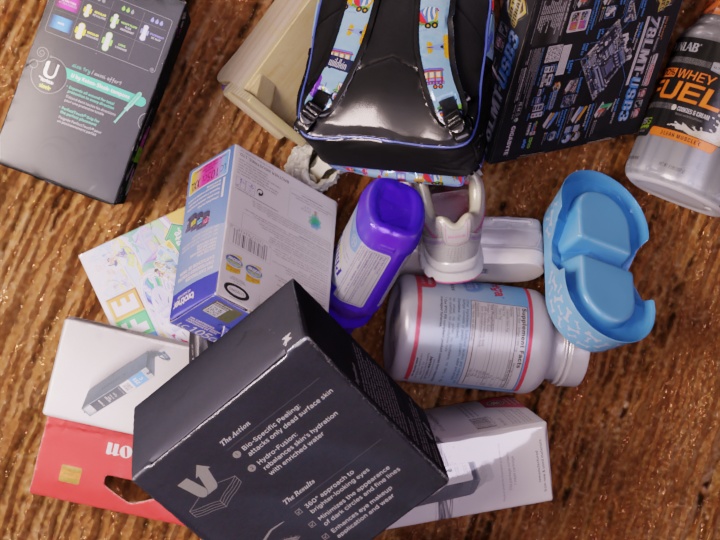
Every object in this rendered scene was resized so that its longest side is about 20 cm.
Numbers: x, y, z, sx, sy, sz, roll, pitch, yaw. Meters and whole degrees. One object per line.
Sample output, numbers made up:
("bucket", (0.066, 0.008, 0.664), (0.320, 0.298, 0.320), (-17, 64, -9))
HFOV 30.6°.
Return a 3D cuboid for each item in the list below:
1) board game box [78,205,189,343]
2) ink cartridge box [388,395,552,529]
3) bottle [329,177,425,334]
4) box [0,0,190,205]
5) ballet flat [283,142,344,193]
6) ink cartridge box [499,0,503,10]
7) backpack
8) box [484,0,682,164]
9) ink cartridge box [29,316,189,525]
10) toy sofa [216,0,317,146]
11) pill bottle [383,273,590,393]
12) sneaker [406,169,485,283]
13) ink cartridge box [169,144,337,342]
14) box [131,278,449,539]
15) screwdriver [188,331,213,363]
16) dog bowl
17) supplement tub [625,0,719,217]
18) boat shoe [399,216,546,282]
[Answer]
("board game box", (-0.173, 0.047, 1.296), (0.134, 0.034, 0.201), (-25, 96, -5))
("ink cartridge box", (0.078, 0.193, 1.330), (0.198, 0.146, 0.086), (-7, 96, -7))
("bottle", (0.000, 0.000, 1.291), (0.065, 0.200, 0.084), (18, 48, -11))
("box", (-0.252, -0.176, 1.256), (0.124, 0.149, 0.201), (20, 91, -8))
("ballet flat", (0.000, -0.155, 1.336), (0.072, 0.072, 0.200), (37, 88, -9))
("ink cartridge box", (0.239, -0.343, 1.345), (0.198, 0.083, 0.148), (-9, 96, -7))
("backpack", (0.041, -0.196, 1.224), (0.181, 0.135, 0.202), (5, 76, 14))
("box", (0.214, -0.210, 1.284), (0.197, 0.050, 0.201), (-16, 137, -29))
("ink cartridge box", (-0.203, 0.152, 1.259), (0.198, 0.045, 0.178), (13, 91, -8))
("toy sofa", (-0.048, -0.232, 1.324), (0.083, 0.097, 0.201), (37, 88, -33))
("pill bottle", (0.129, 0.068, 1.347), (0.198, 0.109, 0.110), (7, 93, -9))
("sneaker", (0.086, -0.092, 1.308), (0.081, 0.088, 0.201), (-9, 59, -9))
("ink cartridge box", (-0.099, 0.003, 1.233), (0.136, 0.076, 0.201), (28, 49, -34))
("box", (-0.063, 0.152, 1.157), (0.196, 0.118, 0.200), (-38, 116, 11))
("screwdriver", (-0.139, 0.149, 1.230), (0.029, 0.028, 0.202), (-7, 91, 21))
("dog bowl", (0.237, -0.006, 1.337), (0.111, 0.050, 0.201), (19, 53, -22))
("supplement tub", (0.362, -0.167, 1.355), (0.122, 0.123, 0.201), (22, 90, -9))
("boat shoe", (0.093, -0.033, 1.360), (0.198, 0.072, 0.069), (1, 66, 3))
